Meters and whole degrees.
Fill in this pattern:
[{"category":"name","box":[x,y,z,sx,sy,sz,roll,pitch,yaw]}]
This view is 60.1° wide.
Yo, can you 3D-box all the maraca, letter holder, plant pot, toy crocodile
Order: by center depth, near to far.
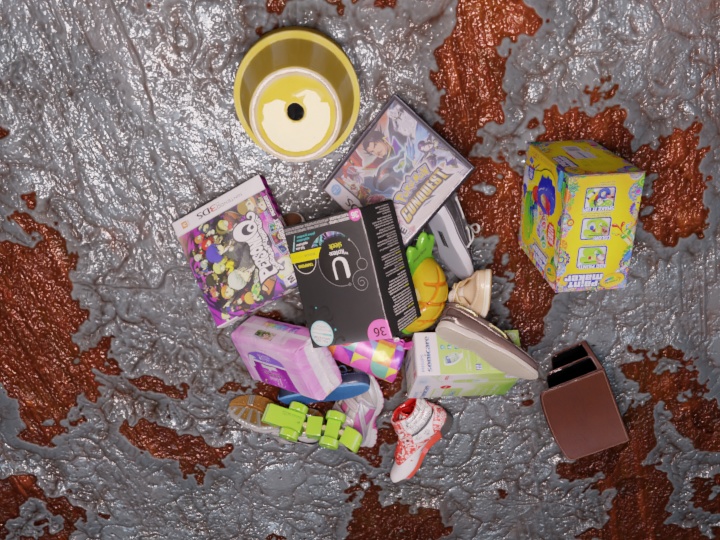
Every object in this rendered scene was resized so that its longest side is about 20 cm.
[{"category":"plant pot","box":[-0.094,-0.252,0.930,0.198,0.189,0.203,-2,115,-4]},{"category":"maraca","box":[0.101,0.026,1.110,0.106,0.137,0.202,18,135,25]},{"category":"toy crocodile","box":[-0.092,0.300,1.191,0.198,0.068,0.062,12,152,6]},{"category":"letter holder","box":[0.442,0.272,1.277,0.141,0.101,0.201,-25,115,9]}]

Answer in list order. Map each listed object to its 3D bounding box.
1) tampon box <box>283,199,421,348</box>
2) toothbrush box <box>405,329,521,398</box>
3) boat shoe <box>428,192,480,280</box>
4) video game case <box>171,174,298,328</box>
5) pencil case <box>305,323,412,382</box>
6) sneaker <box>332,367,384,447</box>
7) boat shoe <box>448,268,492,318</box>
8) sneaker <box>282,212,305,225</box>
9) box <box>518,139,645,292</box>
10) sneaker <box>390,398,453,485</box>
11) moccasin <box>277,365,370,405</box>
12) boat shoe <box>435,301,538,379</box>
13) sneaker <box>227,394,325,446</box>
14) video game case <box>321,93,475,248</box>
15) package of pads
[{"category":"tampon box","box":[-0.011,0.005,0.999,0.149,0.126,0.202,-12,96,30]},{"category":"toothbrush box","box":[0.192,0.180,1.182,0.197,0.087,0.146,0,153,-4]},{"category":"boat shoe","box":[0.171,-0.065,1.108,0.068,0.073,0.200,-43,126,-16]},{"category":"video game case","box":[-0.202,-0.032,1.056,0.180,0.036,0.202,-26,83,10]},{"category":"pencil case","box":[-0.008,0.133,1.154,0.198,0.088,0.089,20,114,4]},{"category":"sneaker","box":[-0.011,0.278,1.236,0.087,0.081,0.202,-9,118,-27]},{"category":"boat shoe","box":[0.192,0.054,1.123,0.068,0.074,0.201,9,154,3]},{"category":"sneaker","box":[-0.160,-0.017,1.116,0.200,0.073,0.085,-46,145,8]},{"category":"box","box":[0.357,-0.096,1.036,0.120,0.200,0.195,-4,115,-3]},{"category":"sneaker","box":[0.094,0.351,1.303,0.107,0.067,0.202,32,106,-17]},{"category":"moccasin","box":[-0.075,0.208,1.187,0.198,0.069,0.081,-11,147,22]},{"category":"boat shoe","box":[0.227,0.123,1.081,0.198,0.060,0.072,28,150,-4]},{"category":"sneaker","box":[-0.173,0.315,1.258,0.198,0.076,0.088,15,135,0]},{"category":"video game case","box":[0.058,-0.154,1.032,0.181,0.025,0.200,45,108,11]},{"category":"package of pads","box":[-0.135,0.156,1.126,0.199,0.076,0.121,6,127,43]}]
